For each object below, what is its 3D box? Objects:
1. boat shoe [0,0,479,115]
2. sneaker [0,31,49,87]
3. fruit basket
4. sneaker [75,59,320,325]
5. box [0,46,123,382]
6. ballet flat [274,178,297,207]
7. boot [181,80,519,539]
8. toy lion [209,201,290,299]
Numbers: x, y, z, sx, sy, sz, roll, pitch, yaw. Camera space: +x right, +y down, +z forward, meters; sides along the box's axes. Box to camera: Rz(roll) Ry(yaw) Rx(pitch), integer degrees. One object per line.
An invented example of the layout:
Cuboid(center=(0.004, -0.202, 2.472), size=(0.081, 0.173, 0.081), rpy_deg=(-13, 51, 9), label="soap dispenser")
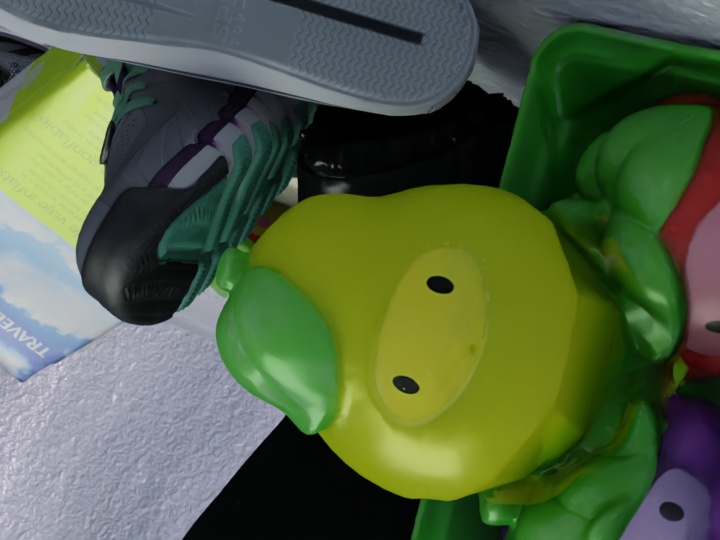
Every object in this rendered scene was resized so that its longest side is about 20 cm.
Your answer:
Cuboid(center=(-0.063, -0.091, 0.684), size=(0.200, 0.074, 0.067), rpy_deg=(23, 173, -5), label="boat shoe")
Cuboid(center=(-0.157, -0.085, 1.090), size=(0.200, 0.076, 0.114), rpy_deg=(22, 168, -1), label="sneaker")
Cuboid(center=(0.067, 0.028, 0.639), size=(0.155, 0.216, 0.216), rpy_deg=(17, 171, 41), label="fruit basket")
Cuboid(center=(-0.068, -0.049, 0.735), size=(0.088, 0.074, 0.200), rpy_deg=(30, -152, 6), label="sneaker")
Cuboid(center=(-0.139, -0.030, 1.018), size=(0.122, 0.048, 0.200), rpy_deg=(41, 133, -22), label="box")
Cuboid(center=(0.026, -0.044, 0.857), size=(0.200, 0.070, 0.069), rpy_deg=(21, 173, -1), label="ballet flat")
Cuboid(center=(-0.003, 0.030, 0.719), size=(0.073, 0.163, 0.198), rpy_deg=(14, -155, 28), label="boot")
Cuboid(center=(0.000, 0.000, 0.899), size=(0.192, 0.069, 0.200), rpy_deg=(23, -148, -16), label="toy lion")
